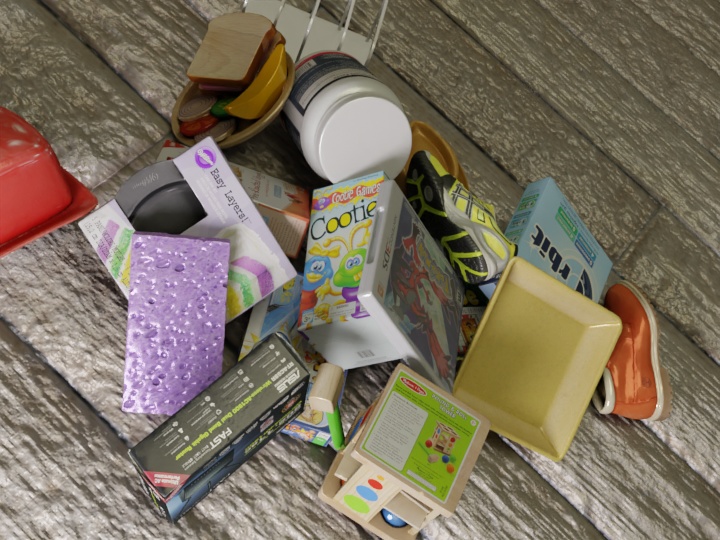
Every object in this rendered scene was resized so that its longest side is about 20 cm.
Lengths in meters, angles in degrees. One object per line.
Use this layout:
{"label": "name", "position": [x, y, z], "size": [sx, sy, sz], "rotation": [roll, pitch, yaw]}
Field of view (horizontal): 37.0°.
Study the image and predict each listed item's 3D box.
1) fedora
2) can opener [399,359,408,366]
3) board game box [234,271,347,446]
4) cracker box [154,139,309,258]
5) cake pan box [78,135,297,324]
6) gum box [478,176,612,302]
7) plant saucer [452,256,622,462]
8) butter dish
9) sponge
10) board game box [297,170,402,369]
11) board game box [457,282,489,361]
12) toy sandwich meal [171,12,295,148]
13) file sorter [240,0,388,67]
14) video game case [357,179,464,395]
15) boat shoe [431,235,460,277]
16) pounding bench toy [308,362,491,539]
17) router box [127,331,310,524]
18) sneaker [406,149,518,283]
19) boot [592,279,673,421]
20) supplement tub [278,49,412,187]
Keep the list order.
{"label": "fedora", "position": [0.078, -0.137, 1.482], "size": [0.198, 0.082, 0.203], "rotation": [10, 57, -16]}
{"label": "can opener", "position": [0.051, 0.083, 1.354], "size": [0.066, 0.053, 0.202], "rotation": [-1, 60, -41]}
{"label": "board game box", "position": [-0.079, 0.098, 1.309], "size": [0.134, 0.035, 0.202], "rotation": [19, 55, -10]}
{"label": "cracker box", "position": [-0.163, -0.091, 1.336], "size": [0.197, 0.058, 0.134], "rotation": [18, 18, -10]}
{"label": "cake pan box", "position": [-0.198, -0.030, 1.242], "size": [0.183, 0.052, 0.202], "rotation": [-32, 99, -6]}
{"label": "gum box", "position": [0.253, 0.005, 1.446], "size": [0.170, 0.044, 0.201], "rotation": [49, 50, -24]}
{"label": "plant saucer", "position": [0.209, 0.109, 1.344], "size": [0.198, 0.048, 0.202], "rotation": [28, 85, -27]}
{"label": "butter dish", "position": [-0.430, -0.121, 1.211], "size": [0.199, 0.149, 0.198], "rotation": [33, 49, 32]}
{"label": "sponge", "position": [-0.207, 0.062, 1.210], "size": [0.110, 0.030, 0.203], "rotation": [4, 97, -9]}
{"label": "board game box", "position": [0.000, 0.000, 1.290], "size": [0.103, 0.104, 0.202], "rotation": [49, 36, -46]}
{"label": "board game box", "position": [0.131, 0.065, 1.383], "size": [0.198, 0.023, 0.106], "rotation": [-1, 59, -43]}
{"label": "toy sandwich meal", "position": [-0.172, -0.247, 1.403], "size": [0.202, 0.071, 0.207], "rotation": [-15, 48, 17]}
{"label": "file sorter", "position": [-0.071, -0.349, 1.526], "size": [0.197, 0.125, 0.140], "rotation": [21, 56, -9]}
{"label": "video game case", "position": [0.065, 0.025, 1.260], "size": [0.201, 0.023, 0.184], "rotation": [54, 34, -36]}
{"label": "boat shoe", "position": [0.141, -0.032, 1.449], "size": [0.197, 0.072, 0.072], "rotation": [14, 71, -26]}
{"label": "pounding bench toy", "position": [0.014, 0.196, 1.211], "size": [0.199, 0.156, 0.125], "rotation": [32, 53, -2]}
{"label": "router box", "position": [-0.146, 0.170, 1.142], "size": [0.199, 0.150, 0.062], "rotation": [-39, 77, -19]}
{"label": "sneaker", "position": [0.126, -0.072, 1.380], "size": [0.076, 0.076, 0.201], "rotation": [-16, 64, -29]}
{"label": "boot", "position": [0.347, 0.103, 1.453], "size": [0.106, 0.075, 0.203], "rotation": [2, 61, -15]}
{"label": "supplement tub", "position": [-0.022, -0.195, 1.397], "size": [0.138, 0.142, 0.200], "rotation": [2, 25, -20]}
